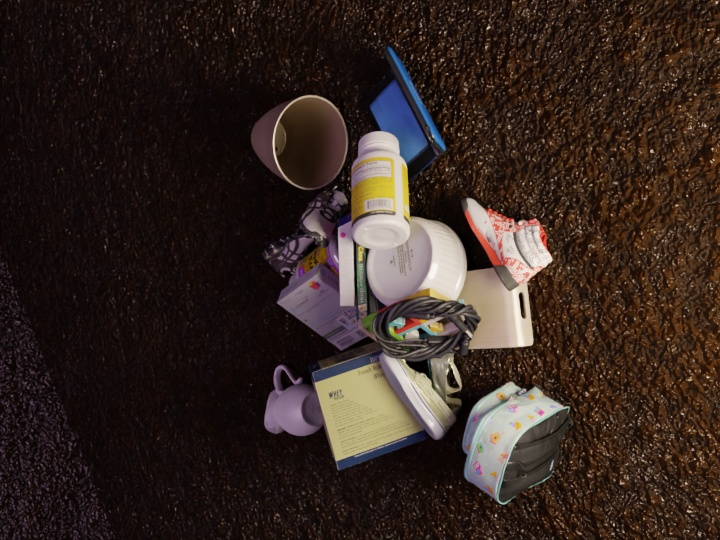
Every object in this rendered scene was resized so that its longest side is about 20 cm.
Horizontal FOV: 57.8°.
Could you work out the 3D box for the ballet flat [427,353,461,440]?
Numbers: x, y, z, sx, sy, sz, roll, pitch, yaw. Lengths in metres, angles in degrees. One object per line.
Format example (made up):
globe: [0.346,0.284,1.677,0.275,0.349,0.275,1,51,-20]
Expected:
ballet flat: [0.177,0.257,1.329,0.062,0.067,0.206,-2,108,17]

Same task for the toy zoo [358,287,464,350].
toy zoo: [0.109,0.094,1.221,0.197,0.130,0.021,-27,45,30]

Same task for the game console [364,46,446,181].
game console: [0.070,-0.291,1.249,0.117,0.170,0.204,-29,81,15]

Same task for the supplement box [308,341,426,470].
supplement box: [0.010,0.273,1.371,0.134,0.195,0.205,172,81,-81]

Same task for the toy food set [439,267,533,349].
toy food set: [0.231,0.073,1.246,0.196,0.060,0.148,-9,84,41]

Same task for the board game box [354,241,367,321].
board game box: [0.000,0.000,1.328,0.023,0.105,0.207,-1,87,0]

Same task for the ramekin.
ramekin: [0.098,-0.010,1.259,0.198,0.093,0.209,-13,69,36]

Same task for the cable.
cable: [0.118,0.107,1.178,0.165,0.194,0.052,111,164,-50]

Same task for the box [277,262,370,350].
box: [-0.065,0.085,1.440,0.198,0.042,0.155,37,135,-22]

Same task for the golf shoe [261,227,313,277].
golf shoe: [-0.144,-0.048,1.542,0.198,0.078,0.096,-24,103,44]

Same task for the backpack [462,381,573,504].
backpack: [0.268,0.309,1.170,0.151,0.198,0.180,27,119,33]

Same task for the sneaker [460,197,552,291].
sneaker: [0.264,-0.072,1.170,0.107,0.067,0.205,-33,57,15]

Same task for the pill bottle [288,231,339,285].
pill bottle: [-0.078,0.000,1.463,0.199,0.103,0.106,-34,79,41]

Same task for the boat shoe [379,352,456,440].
boat shoe: [0.112,0.235,1.284,0.202,0.061,0.072,55,163,-1]

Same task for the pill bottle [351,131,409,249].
pill bottle: [0.036,-0.153,1.225,0.110,0.110,0.206,-24,56,42]

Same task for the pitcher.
pitcher: [-0.166,0.322,1.632,0.198,0.119,0.177,-16,76,54]

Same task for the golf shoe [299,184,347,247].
golf shoe: [-0.073,-0.124,1.371,0.077,0.202,0.095,37,112,-19]

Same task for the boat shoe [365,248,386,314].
boat shoe: [0.062,0.039,1.381,0.088,0.071,0.207,-7,79,10]

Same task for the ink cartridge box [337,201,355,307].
ink cartridge box: [-0.027,-0.039,1.300,0.036,0.095,0.206,1,104,0]

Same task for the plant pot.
plant pot: [-0.156,-0.285,1.425,0.198,0.183,0.193,20,115,51]
